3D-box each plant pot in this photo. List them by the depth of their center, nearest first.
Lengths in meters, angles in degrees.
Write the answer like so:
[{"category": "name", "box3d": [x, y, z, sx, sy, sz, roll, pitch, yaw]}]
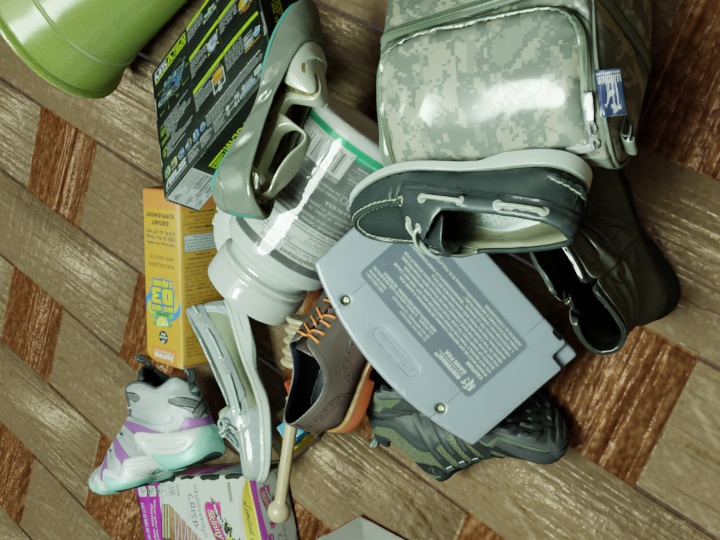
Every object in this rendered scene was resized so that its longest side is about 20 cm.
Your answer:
[{"category": "plant pot", "box3d": [-0.262, -0.316, 0.969, 0.190, 0.200, 0.200, -26, 81, 23]}]

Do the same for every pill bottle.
[{"category": "pill bottle", "box3d": [-0.051, -0.054, 0.851, 0.113, 0.113, 0.200, 45, 108, 24]}]

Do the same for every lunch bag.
[{"category": "lunch bag", "box3d": [0.114, -0.146, 0.687, 0.200, 0.139, 0.168, -4, 68, 35]}]

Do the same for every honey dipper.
[{"category": "honey dipper", "box3d": [-0.063, 0.142, 0.858, 0.038, 0.038, 0.200, 12, 99, 35]}]

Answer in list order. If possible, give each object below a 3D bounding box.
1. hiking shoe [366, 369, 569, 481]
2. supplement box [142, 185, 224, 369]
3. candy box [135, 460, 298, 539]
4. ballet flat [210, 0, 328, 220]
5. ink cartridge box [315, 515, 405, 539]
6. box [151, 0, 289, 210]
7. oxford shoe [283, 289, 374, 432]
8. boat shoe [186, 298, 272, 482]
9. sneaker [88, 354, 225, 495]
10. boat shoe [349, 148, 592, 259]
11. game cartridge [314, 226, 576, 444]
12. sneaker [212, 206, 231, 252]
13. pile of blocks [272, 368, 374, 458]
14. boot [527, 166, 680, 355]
[{"category": "hiking shoe", "box3d": [0.095, 0.146, 0.829, 0.200, 0.076, 0.101, 12, 126, 31]}, {"category": "supplement box", "box3d": [-0.198, 0.006, 1.024, 0.067, 0.069, 0.200, 7, 104, 39]}, {"category": "candy box", "box3d": [-0.165, 0.294, 1.043, 0.200, 0.061, 0.137, -13, 88, 37]}, {"category": "ballet flat", "box3d": [-0.060, -0.134, 0.772, 0.064, 0.067, 0.200, 19, 82, 29]}, {"category": "ink cartridge box", "box3d": [-0.024, 0.364, 0.912, 0.067, 0.116, 0.200, 20, 109, 33]}, {"category": "box", "box3d": [-0.140, -0.194, 0.918, 0.200, 0.047, 0.193, -43, 43, 33]}, {"category": "oxford shoe", "box3d": [-0.017, 0.050, 0.800, 0.071, 0.073, 0.200, 19, 100, 45]}, {"category": "boat shoe", "box3d": [-0.136, 0.127, 0.969, 0.074, 0.065, 0.202, 125, 133, -71]}, {"category": "sneaker", "box3d": [-0.240, 0.164, 1.016, 0.200, 0.078, 0.140, -25, 76, 29]}, {"category": "boat shoe", "box3d": [0.068, -0.040, 0.661, 0.200, 0.076, 0.060, -9, 54, 41]}, {"category": "game cartridge", "box3d": [0.062, 0.037, 0.753, 0.133, 0.042, 0.200, -41, 86, 8]}, {"category": "sneaker", "box3d": [-0.123, -0.068, 0.956, 0.080, 0.076, 0.200, 8, 100, 46]}, {"category": "pile of blocks", "box3d": [-0.048, 0.120, 0.916, 0.062, 0.082, 0.200, 52, 124, 19]}, {"category": "boot", "box3d": [0.165, -0.036, 0.700, 0.068, 0.131, 0.200, -41, 72, 33]}]
